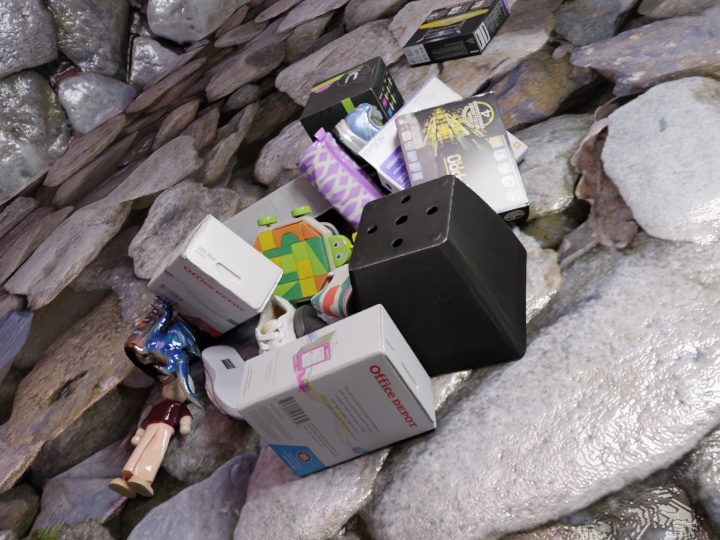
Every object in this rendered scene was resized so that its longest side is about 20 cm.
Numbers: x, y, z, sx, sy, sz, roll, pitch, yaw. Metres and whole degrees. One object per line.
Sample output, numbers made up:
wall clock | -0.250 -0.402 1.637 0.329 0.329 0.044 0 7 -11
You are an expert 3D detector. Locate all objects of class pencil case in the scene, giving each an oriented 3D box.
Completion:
pencil case | -0.015 -0.133 1.178 0.084 0.200 0.085 -51 8 -25

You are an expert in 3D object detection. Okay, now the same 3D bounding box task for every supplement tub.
supplement tub | -0.305 0.086 1.244 0.106 0.107 0.201 1 47 42

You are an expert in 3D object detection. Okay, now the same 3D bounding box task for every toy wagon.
toy wagon | -0.088 -0.020 1.147 0.198 0.158 0.039 -13 1 29

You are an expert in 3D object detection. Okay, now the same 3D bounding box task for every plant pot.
plant pot | 0.092 0.000 0.933 0.198 0.178 0.201 -15 38 26

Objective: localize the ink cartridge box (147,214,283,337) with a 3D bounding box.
ink cartridge box | -0.229 0.015 1.126 0.199 0.145 0.085 -26 31 57

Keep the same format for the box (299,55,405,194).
box | 0.011 -0.245 1.289 0.147 0.201 0.125 -17 37 25

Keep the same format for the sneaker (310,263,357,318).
sneaker | 0.000 0.001 1.080 0.092 0.071 0.200 4 36 33

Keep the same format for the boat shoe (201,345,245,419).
boat shoe | -0.187 0.176 1.064 0.072 0.066 0.200 -5 19 -18

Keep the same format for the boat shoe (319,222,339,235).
boat shoe | -0.125 -0.019 1.229 0.198 0.076 0.062 -22 14 22

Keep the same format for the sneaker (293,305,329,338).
sneaker | -0.033 0.108 1.020 0.103 0.060 0.201 -27 39 12

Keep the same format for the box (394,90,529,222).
box | 0.148 -0.155 1.081 0.159 0.049 0.203 -14 68 6

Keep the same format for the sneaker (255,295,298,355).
sneaker | -0.119 0.121 1.056 0.076 0.081 0.201 -26 35 9

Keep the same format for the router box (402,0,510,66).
router box | 0.211 -0.532 1.607 0.198 0.052 0.158 4 49 44

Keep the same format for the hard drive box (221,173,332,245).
hard drive box | -0.136 -0.103 1.299 0.198 0.077 0.156 -29 4 8

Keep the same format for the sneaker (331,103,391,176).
sneaker | 0.049 -0.189 1.186 0.077 0.199 0.076 -50 23 5

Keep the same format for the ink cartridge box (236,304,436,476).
ink cartridge box | -0.026 0.149 0.878 0.198 0.145 0.085 -23 33 18

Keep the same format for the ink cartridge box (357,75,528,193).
ink cartridge box | 0.129 -0.183 1.149 0.200 0.043 0.198 41 74 13

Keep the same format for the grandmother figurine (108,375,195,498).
grandmother figurine | -0.301 0.238 1.094 0.120 0.061 0.202 -7 44 23

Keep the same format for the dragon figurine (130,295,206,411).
dragon figurine | -0.281 0.120 1.116 0.199 0.059 0.099 35 61 25
